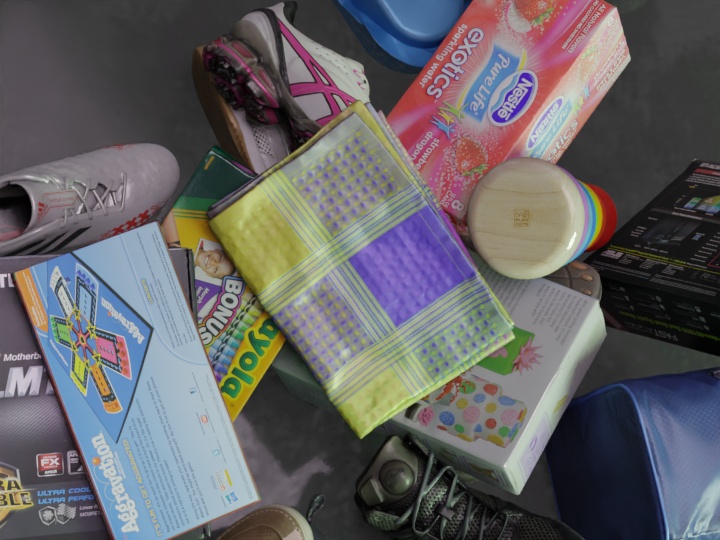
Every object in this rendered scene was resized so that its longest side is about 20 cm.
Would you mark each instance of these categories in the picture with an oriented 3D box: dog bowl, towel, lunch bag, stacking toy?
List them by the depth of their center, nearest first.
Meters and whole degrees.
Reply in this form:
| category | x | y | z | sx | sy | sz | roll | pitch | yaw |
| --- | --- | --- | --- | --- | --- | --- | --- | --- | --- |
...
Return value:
| category | x | y | z | sx | sy | sz | roll | pitch | yaw |
| --- | --- | --- | --- | --- | --- | --- | --- | --- | --- |
| towel | 0.000 | 0.000 | 1.304 | 0.144 | 0.023 | 0.200 | -33 | 96 | 1 |
| lunch bag | 0.236 | 0.143 | 1.378 | 0.132 | 0.200 | 0.136 | -8 | 82 | -20 |
| stacking toy | 0.149 | -0.039 | 1.396 | 0.085 | 0.200 | 0.086 | 1 | 92 | 23 |
| dog bowl | 0.020 | -0.242 | 1.488 | 0.111 | 0.050 | 0.200 | -33 | 87 | -21 |

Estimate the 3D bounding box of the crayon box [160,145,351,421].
| category | x | y | z | sx | sy | sz | roll | pitch | yaw |
| --- | --- | --- | --- | --- | --- | --- | --- | --- | --- |
| crayon box | -0.109 | 0.026 | 1.343 | 0.119 | 0.058 | 0.200 | 32 | 94 | -5 |

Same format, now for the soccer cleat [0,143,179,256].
| category | x | y | z | sx | sy | sz | roll | pitch | yaw |
| --- | --- | --- | --- | --- | --- | --- | --- | --- | --- |
| soccer cleat | -0.219 | -0.047 | 1.352 | 0.200 | 0.085 | 0.069 | -19 | 83 | -19 |

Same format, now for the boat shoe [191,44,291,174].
| category | x | y | z | sx | sy | sz | roll | pitch | yaw |
| --- | --- | --- | --- | --- | --- | --- | --- | --- | --- |
| boat shoe | -0.061 | -0.086 | 1.415 | 0.069 | 0.071 | 0.200 | -19 | 82 | -18 |

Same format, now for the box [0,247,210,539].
| category | x | y | z | sx | sy | sz | roll | pitch | yaw |
| --- | --- | --- | --- | --- | --- | --- | --- | --- | --- |
| box | -0.206 | 0.088 | 1.260 | 0.200 | 0.050 | 0.199 | -2 | 89 | -17 |

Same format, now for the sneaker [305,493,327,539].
| category | x | y | z | sx | sy | sz | roll | pitch | yaw |
| --- | --- | --- | --- | --- | --- | --- | --- | --- | --- |
| sneaker | -0.006 | 0.227 | 1.353 | 0.200 | 0.078 | 0.140 | -8 | 80 | -18 |

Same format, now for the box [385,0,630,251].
| category | x | y | z | sx | sy | sz | roll | pitch | yaw |
| --- | --- | --- | --- | --- | --- | --- | --- | --- | --- |
| box | 0.104 | -0.123 | 1.421 | 0.103 | 0.095 | 0.200 | 34 | 83 | 22 |

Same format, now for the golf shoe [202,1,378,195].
| category | x | y | z | sx | sy | sz | roll | pitch | yaw |
| --- | --- | --- | --- | --- | --- | --- | --- | --- | --- |
| golf shoe | -0.019 | -0.114 | 1.359 | 0.092 | 0.073 | 0.200 | -40 | 81 | -20 |

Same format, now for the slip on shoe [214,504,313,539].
| category | x | y | z | sx | sy | sz | roll | pitch | yaw |
| --- | --- | --- | --- | --- | --- | --- | --- | --- | --- |
| slip on shoe | -0.112 | 0.241 | 1.293 | 0.200 | 0.061 | 0.076 | -44 | 67 | 1 |

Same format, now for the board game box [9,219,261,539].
| category | x | y | z | sx | sy | sz | roll | pitch | yaw |
| --- | --- | --- | --- | --- | --- | --- | --- | --- | --- |
| board game box | -0.147 | 0.078 | 1.243 | 0.103 | 0.019 | 0.200 | -21 | 95 | -19 |

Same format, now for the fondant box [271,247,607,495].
| category | x | y | z | sx | sy | sz | roll | pitch | yaw |
| --- | --- | --- | --- | --- | --- | --- | --- | --- | --- |
| fondant box | 0.057 | 0.057 | 1.373 | 0.200 | 0.058 | 0.144 | 22 | 68 | 26 |

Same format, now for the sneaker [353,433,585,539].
| category | x | y | z | sx | sy | sz | roll | pitch | yaw |
| --- | --- | --- | --- | --- | --- | --- | --- | --- | --- |
| sneaker | 0.068 | 0.177 | 1.310 | 0.114 | 0.199 | 0.076 | 39 | 78 | -40 |

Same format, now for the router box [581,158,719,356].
| category | x | y | z | sx | sy | sz | roll | pitch | yaw |
| --- | --- | --- | --- | --- | --- | --- | --- | --- | --- |
| router box | 0.283 | -0.009 | 1.431 | 0.150 | 0.200 | 0.062 | -41 | 118 | -20 |

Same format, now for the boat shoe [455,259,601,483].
| category | x | y | z | sx | sy | sz | roll | pitch | yaw |
| --- | --- | --- | --- | --- | --- | --- | --- | --- | --- |
| boat shoe | 0.125 | 0.084 | 1.420 | 0.074 | 0.073 | 0.200 | 26 | 65 | 28 |
